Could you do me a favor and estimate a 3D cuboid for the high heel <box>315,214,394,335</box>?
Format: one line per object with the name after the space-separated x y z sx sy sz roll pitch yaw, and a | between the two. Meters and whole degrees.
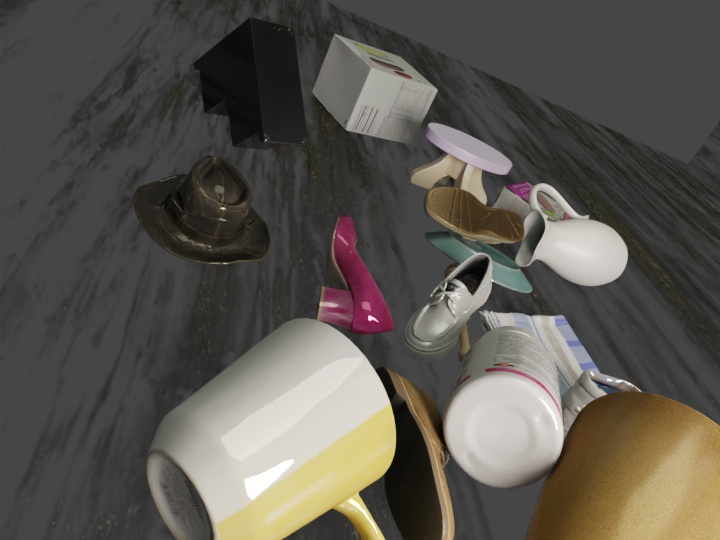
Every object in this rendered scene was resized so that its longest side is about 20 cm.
0.000 0.000 0.778 0.094 0.068 0.202 12 37 -6 | high heel

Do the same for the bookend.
-0.194 -0.293 1.037 0.091 0.197 0.204 -5 86 -43 | bookend

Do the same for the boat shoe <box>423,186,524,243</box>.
0.181 -0.084 0.996 0.197 0.065 0.074 13 74 -26 | boat shoe

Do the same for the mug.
-0.062 0.144 0.447 0.185 0.151 0.152 35 38 27 | mug

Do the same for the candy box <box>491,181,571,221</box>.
0.400 -0.111 1.292 0.200 0.062 0.135 42 32 22 | candy box

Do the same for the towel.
0.261 0.119 0.830 0.197 0.024 0.148 7 46 -38 | towel

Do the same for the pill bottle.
0.157 0.133 0.642 0.112 0.115 0.200 31 18 9 | pill bottle

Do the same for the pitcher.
0.400 -0.067 1.130 0.197 0.121 0.175 14 74 -15 | pitcher

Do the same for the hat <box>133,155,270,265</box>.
-0.193 -0.095 0.765 0.197 0.082 0.202 19 31 -12 | hat

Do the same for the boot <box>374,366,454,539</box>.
0.062 0.176 0.569 0.075 0.074 0.201 24 26 -25 | boot

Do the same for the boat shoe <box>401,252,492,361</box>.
0.122 0.041 0.784 0.071 0.069 0.199 29 44 30 | boat shoe

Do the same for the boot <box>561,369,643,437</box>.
0.335 0.199 0.721 0.198 0.097 0.074 27 29 0 | boot

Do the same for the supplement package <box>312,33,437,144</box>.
0.030 -0.417 1.380 0.197 0.148 0.192 2 38 -38 | supplement package

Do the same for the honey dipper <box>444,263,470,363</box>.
0.142 0.058 0.845 0.037 0.038 0.201 21 32 -9 | honey dipper

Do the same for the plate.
0.199 -0.025 0.987 0.197 0.026 0.201 24 17 -8 | plate

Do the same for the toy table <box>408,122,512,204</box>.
0.200 -0.209 1.224 0.197 0.118 0.185 22 29 -10 | toy table

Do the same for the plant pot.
0.222 0.236 0.515 0.198 0.188 0.186 -26 57 -39 | plant pot
